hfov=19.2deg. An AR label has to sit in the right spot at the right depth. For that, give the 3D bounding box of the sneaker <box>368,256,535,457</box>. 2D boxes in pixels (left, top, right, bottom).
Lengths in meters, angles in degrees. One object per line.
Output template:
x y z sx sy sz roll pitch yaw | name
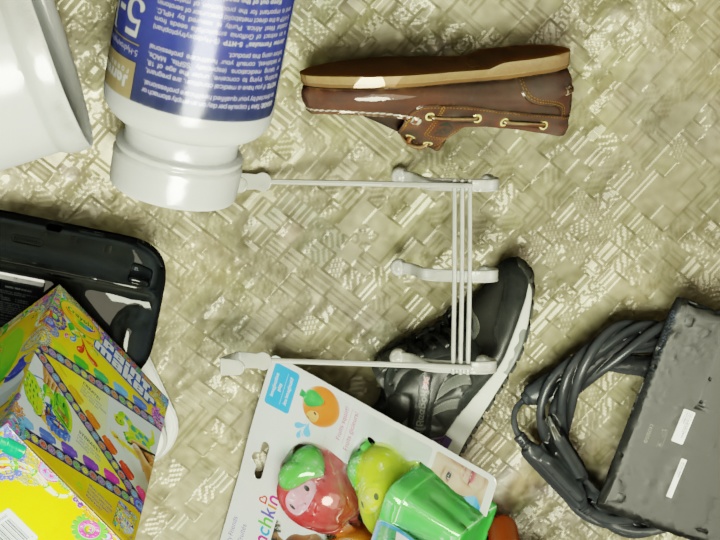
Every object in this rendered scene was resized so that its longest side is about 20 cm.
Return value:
0.058 0.072 1.595 0.087 0.076 0.200 23 106 -13 | sneaker

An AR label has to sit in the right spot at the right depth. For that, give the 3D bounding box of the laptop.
0.304 0.125 1.666 0.200 0.103 0.177 19 100 -1 | laptop

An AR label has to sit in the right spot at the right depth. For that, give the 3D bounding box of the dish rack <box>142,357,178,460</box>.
-0.247 0.107 1.564 0.200 0.044 0.172 -23 115 0 | dish rack

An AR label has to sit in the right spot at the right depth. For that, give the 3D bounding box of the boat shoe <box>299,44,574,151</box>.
0.056 -0.119 1.513 0.200 0.070 0.070 -3 109 -10 | boat shoe

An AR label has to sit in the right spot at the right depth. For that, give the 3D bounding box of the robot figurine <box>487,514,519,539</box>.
0.102 0.293 1.669 0.144 0.117 0.200 -22 119 -34 | robot figurine

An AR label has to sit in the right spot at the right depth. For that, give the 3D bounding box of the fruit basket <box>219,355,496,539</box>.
-0.009 0.185 1.578 0.200 0.094 0.185 25 118 15 | fruit basket

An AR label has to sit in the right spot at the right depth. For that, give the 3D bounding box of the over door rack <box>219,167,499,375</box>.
0.000 0.000 1.543 0.200 0.067 0.148 0 96 2 | over door rack

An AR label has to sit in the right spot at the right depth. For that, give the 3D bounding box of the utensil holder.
-0.296 -0.131 1.387 0.200 0.170 0.170 -18 115 -2 | utensil holder

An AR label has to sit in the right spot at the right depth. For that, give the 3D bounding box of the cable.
0.218 0.125 1.665 0.163 0.051 0.200 -45 117 0 | cable

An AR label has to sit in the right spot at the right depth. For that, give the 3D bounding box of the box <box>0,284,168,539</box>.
-0.252 0.147 1.435 0.200 0.193 0.122 -35 110 18 | box

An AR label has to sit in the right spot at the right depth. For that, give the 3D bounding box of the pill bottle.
-0.110 -0.148 1.441 0.120 0.120 0.200 7 110 -14 | pill bottle

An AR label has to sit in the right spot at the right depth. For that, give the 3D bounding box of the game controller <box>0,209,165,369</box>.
-0.241 0.013 1.505 0.200 0.042 0.104 12 106 -2 | game controller
